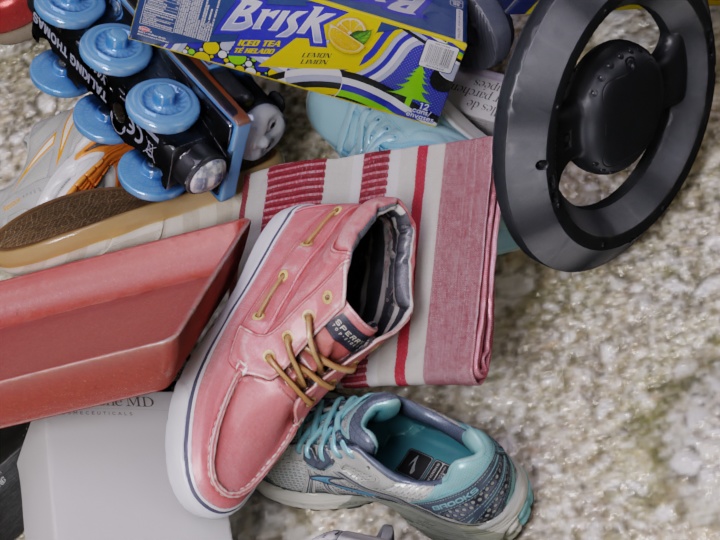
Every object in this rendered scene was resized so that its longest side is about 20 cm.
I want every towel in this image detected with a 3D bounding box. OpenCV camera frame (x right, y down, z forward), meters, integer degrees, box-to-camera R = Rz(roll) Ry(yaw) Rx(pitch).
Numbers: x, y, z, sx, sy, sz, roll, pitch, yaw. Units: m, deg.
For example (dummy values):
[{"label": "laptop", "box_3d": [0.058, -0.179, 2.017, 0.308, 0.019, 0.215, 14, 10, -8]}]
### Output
[{"label": "towel", "box_3d": [0.000, 0.000, 1.120, 0.199, 0.023, 0.145, -4, 73, 39]}]

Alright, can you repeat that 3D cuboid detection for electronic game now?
[{"label": "electronic game", "box_3d": [0.145, -0.096, 1.095, 0.042, 0.200, 0.200, 22, 65, 39]}]

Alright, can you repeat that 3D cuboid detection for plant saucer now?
[{"label": "plant saucer", "box_3d": [-0.168, 0.039, 1.076, 0.199, 0.037, 0.200, -14, 18, 14]}]

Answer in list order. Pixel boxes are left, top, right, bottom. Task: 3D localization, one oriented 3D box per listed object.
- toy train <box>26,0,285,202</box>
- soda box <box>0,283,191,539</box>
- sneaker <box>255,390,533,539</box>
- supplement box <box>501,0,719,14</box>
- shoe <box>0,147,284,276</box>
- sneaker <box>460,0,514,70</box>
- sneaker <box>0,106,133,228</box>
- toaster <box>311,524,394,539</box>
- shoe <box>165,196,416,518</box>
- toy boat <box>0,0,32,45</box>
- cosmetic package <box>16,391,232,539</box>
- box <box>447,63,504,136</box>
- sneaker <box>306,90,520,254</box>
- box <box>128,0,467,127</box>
[{"label": "toy train", "box_3d": [-0.130, -0.128, 1.193, 0.114, 0.087, 0.200, -25, 57, -32]}, {"label": "soda box", "box_3d": [-0.202, 0.094, 1.167, 0.200, 0.063, 0.071, -43, 52, -14]}, {"label": "sneaker", "box_3d": [0.002, 0.095, 1.081, 0.199, 0.086, 0.078, 10, 60, 25]}, {"label": "supplement box", "box_3d": [0.189, -0.233, 1.166, 0.199, 0.110, 0.109, -5, 77, -18]}, {"label": "shoe", "box_3d": [-0.139, -0.027, 1.209, 0.199, 0.054, 0.070, -17, 25, -11]}, {"label": "sneaker", "box_3d": [0.064, -0.199, 1.260, 0.082, 0.070, 0.200, -18, 37, -20]}, {"label": "sneaker", "box_3d": [-0.184, -0.099, 1.293, 0.092, 0.076, 0.200, 19, 63, 34]}, {"label": "toaster", "box_3d": [0.008, 0.229, 0.955, 0.129, 0.114, 0.201, 17, 62, 12]}, {"label": "shoe", "box_3d": [-0.036, 0.044, 1.044, 0.091, 0.071, 0.201, -9, 50, 47]}, {"label": "toy boat", "box_3d": [-0.257, -0.271, 1.354, 0.130, 0.131, 0.201, 16, 63, 27]}, {"label": "cosmetic package", "box_3d": [-0.130, 0.170, 1.053, 0.107, 0.085, 0.201, 2, 52, -21]}, {"label": "box", "box_3d": [0.050, -0.115, 1.242, 0.199, 0.042, 0.039, 19, 64, 30]}, {"label": "sneaker", "box_3d": [0.025, -0.073, 1.181, 0.200, 0.074, 0.082, 32, 29, 34]}, {"label": "box", "box_3d": [-0.036, -0.157, 1.154, 0.199, 0.064, 0.070, 16, 35, -8]}]
